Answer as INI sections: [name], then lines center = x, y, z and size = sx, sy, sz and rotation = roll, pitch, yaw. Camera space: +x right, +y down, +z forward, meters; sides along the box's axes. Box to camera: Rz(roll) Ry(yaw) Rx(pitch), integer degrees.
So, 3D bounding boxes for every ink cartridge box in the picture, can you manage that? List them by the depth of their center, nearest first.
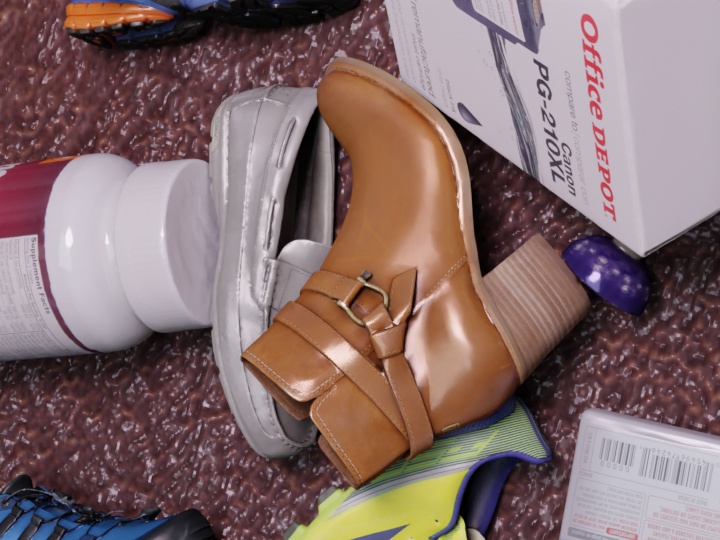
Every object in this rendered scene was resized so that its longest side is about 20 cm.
[ink cartridge box]
center = 0.094, -0.122, 0.921
size = 0.084, 0.145, 0.200
rotation = -31, 43, -19

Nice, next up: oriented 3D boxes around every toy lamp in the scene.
[toy lamp]
center = 0.176, -0.072, 0.973
size = 0.058, 0.058, 0.200
rotation = 42, 105, 19

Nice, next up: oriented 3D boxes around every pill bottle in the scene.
[pill bottle]
center = -0.172, -0.007, 1.103
size = 0.199, 0.109, 0.110
rotation = -6, 88, 24

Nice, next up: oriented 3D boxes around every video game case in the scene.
[video game case]
center = 0.189, 0.179, 0.987
size = 0.199, 0.024, 0.183
rotation = 12, 96, 23

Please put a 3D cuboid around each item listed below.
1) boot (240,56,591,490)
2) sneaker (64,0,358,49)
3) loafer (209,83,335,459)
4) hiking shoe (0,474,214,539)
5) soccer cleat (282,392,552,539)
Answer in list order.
[boot]
center = 0.000, 0.000, 1.008
size = 0.155, 0.077, 0.200
rotation = -37, 77, -10
[sneaker]
center = -0.078, -0.173, 1.081
size = 0.199, 0.075, 0.079
rotation = -5, 85, 23
[loafer]
center = -0.039, -0.001, 1.064
size = 0.069, 0.070, 0.202
rotation = -7, 86, 30
[hiking shoe]
center = -0.176, 0.156, 1.125
size = 0.199, 0.074, 0.087
rotation = -18, 84, 24
[soccer cleat]
center = 0.019, 0.140, 1.042
size = 0.084, 0.065, 0.200
rotation = 45, 107, 15
